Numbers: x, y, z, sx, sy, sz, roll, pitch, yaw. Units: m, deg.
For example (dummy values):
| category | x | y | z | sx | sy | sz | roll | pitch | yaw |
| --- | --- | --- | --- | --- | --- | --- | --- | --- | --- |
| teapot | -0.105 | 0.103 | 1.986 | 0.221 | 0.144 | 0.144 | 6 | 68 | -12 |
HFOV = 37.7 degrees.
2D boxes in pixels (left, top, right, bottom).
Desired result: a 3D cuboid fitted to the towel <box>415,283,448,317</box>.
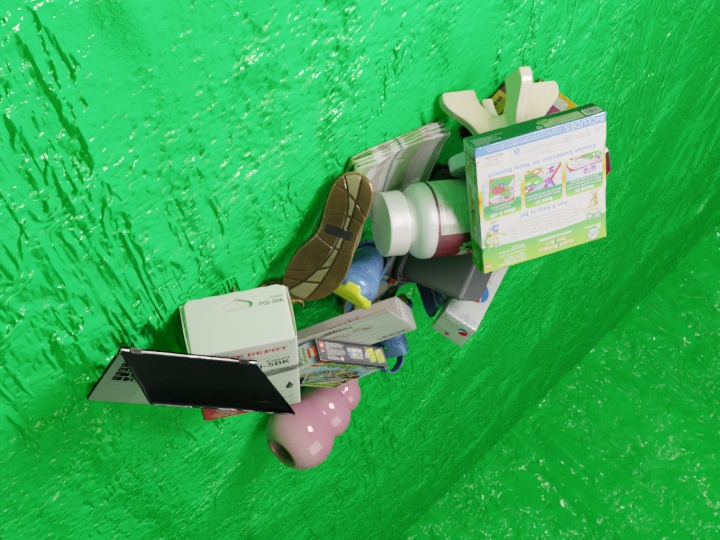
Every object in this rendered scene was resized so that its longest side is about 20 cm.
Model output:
| category | x | y | z | sx | sy | sz | roll | pitch | yaw |
| --- | --- | --- | --- | --- | --- | --- | --- | --- | --- |
| towel | 0.157 | -0.030 | 1.814 | 0.024 | 0.145 | 0.201 | 24 | 114 | -20 |

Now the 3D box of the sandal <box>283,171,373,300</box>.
| category | x | y | z | sx | sy | sz | roll | pitch | yaw |
| --- | --- | --- | --- | --- | --- | --- | --- | --- | --- |
| sandal | -0.040 | -0.047 | 1.457 | 0.054 | 0.080 | 0.201 | -96 | -149 | -73 |

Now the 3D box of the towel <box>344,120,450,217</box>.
| category | x | y | z | sx | sy | sz | roll | pitch | yaw |
| --- | --- | --- | --- | --- | --- | --- | --- | --- | --- |
| towel | 0.041 | -0.131 | 1.532 | 0.199 | 0.031 | 0.150 | -28 | 151 | -39 |

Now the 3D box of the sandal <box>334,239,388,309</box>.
| category | x | y | z | sx | sy | sz | roll | pitch | yaw |
| --- | --- | --- | --- | --- | --- | --- | --- | --- | --- |
| sandal | 0.000 | 0.000 | 1.568 | 0.088 | 0.079 | 0.200 | -59 | -178 | 9 |

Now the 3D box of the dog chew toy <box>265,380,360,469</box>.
| category | x | y | z | sx | sy | sz | roll | pitch | yaw |
| --- | --- | --- | --- | --- | --- | --- | --- | --- | --- |
| dog chew toy | -0.074 | 0.255 | 1.862 | 0.200 | 0.124 | 0.125 | -43 | 159 | -30 |

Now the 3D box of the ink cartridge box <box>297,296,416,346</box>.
| category | x | y | z | sx | sy | sz | roll | pitch | yaw |
| --- | --- | --- | --- | --- | --- | --- | --- | --- | --- |
| ink cartridge box | -0.029 | 0.090 | 1.641 | 0.198 | 0.044 | 0.174 | -20 | 161 | 12 |

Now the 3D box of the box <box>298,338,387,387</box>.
| category | x | y | z | sx | sy | sz | roll | pitch | yaw |
| --- | --- | --- | --- | --- | --- | --- | --- | --- | --- |
| box | -0.055 | 0.149 | 1.670 | 0.109 | 0.035 | 0.199 | -25 | 160 | 27 |

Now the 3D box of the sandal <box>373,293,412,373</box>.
| category | x | y | z | sx | sy | sz | roll | pitch | yaw |
| --- | --- | --- | --- | --- | --- | --- | --- | --- | --- |
| sandal | 0.058 | 0.116 | 1.882 | 0.079 | 0.087 | 0.201 | -33 | 161 | -31 |

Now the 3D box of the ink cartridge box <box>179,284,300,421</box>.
| category | x | y | z | sx | sy | sz | roll | pitch | yaw |
| --- | --- | --- | --- | --- | --- | --- | --- | --- | --- |
| ink cartridge box | -0.159 | 0.116 | 1.432 | 0.145 | 0.084 | 0.201 | -11 | 149 | -8 |

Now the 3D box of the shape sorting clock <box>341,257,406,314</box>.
| category | x | y | z | sx | sy | sz | roll | pitch | yaw |
| --- | --- | --- | --- | --- | --- | --- | --- | --- | --- |
| shape sorting clock | 0.046 | 0.010 | 1.768 | 0.200 | 0.039 | 0.201 | -39 | 156 | -20 |

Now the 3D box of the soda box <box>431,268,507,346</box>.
| category | x | y | z | sx | sy | sz | roll | pitch | yaw |
| --- | --- | --- | --- | --- | --- | --- | --- | --- | --- |
| soda box | 0.197 | 0.028 | 1.807 | 0.201 | 0.063 | 0.068 | -58 | -179 | -34 |

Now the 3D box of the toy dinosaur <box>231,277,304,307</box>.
| category | x | y | z | sx | sy | sz | roll | pitch | yaw |
| --- | --- | --- | --- | --- | --- | --- | --- | --- | --- |
| toy dinosaur | -0.137 | 0.044 | 1.487 | 0.199 | 0.060 | 0.107 | -23 | 120 | -54 |

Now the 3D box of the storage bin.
| category | x | y | z | sx | sy | sz | roll | pitch | yaw |
| --- | --- | --- | --- | --- | --- | --- | --- | --- | --- |
| storage bin | 0.156 | -0.047 | 1.684 | 0.145 | 0.134 | 0.202 | 5 | 112 | -60 |

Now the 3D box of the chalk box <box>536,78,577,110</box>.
| category | x | y | z | sx | sy | sz | roll | pitch | yaw |
| --- | --- | --- | --- | --- | --- | --- | --- | --- | --- |
| chalk box | 0.321 | -0.211 | 1.797 | 0.125 | 0.124 | 0.200 | -48 | 159 | -1 |

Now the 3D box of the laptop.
| category | x | y | z | sx | sy | sz | roll | pitch | yaw |
| --- | --- | --- | --- | --- | --- | --- | --- | --- | --- |
| laptop | -0.213 | 0.165 | 1.296 | 0.186 | 0.117 | 0.200 | 10 | 142 | -31 |

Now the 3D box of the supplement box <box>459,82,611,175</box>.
| category | x | y | z | sx | sy | sz | roll | pitch | yaw |
| --- | --- | --- | --- | --- | --- | --- | --- | --- | --- |
| supplement box | 0.274 | -0.186 | 1.641 | 0.131 | 0.200 | 0.103 | -47 | 158 | 0 |

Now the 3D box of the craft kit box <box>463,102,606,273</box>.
| category | x | y | z | sx | sy | sz | roll | pitch | yaw |
| --- | --- | --- | --- | --- | --- | --- | --- | --- | --- |
| craft kit box | 0.245 | -0.112 | 1.458 | 0.198 | 0.049 | 0.199 | -16 | 120 | -12 |

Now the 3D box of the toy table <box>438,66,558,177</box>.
| category | x | y | z | sx | sy | sz | roll | pitch | yaw |
| --- | --- | --- | --- | --- | --- | --- | --- | --- | --- |
| toy table | 0.213 | -0.207 | 1.521 | 0.198 | 0.118 | 0.184 | -6 | 171 | -29 |

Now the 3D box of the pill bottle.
| category | x | y | z | sx | sy | sz | roll | pitch | yaw |
| --- | --- | --- | --- | --- | --- | --- | --- | --- | --- |
| pill bottle | 0.122 | -0.076 | 1.523 | 0.198 | 0.110 | 0.110 | -7 | 143 | -17 |
